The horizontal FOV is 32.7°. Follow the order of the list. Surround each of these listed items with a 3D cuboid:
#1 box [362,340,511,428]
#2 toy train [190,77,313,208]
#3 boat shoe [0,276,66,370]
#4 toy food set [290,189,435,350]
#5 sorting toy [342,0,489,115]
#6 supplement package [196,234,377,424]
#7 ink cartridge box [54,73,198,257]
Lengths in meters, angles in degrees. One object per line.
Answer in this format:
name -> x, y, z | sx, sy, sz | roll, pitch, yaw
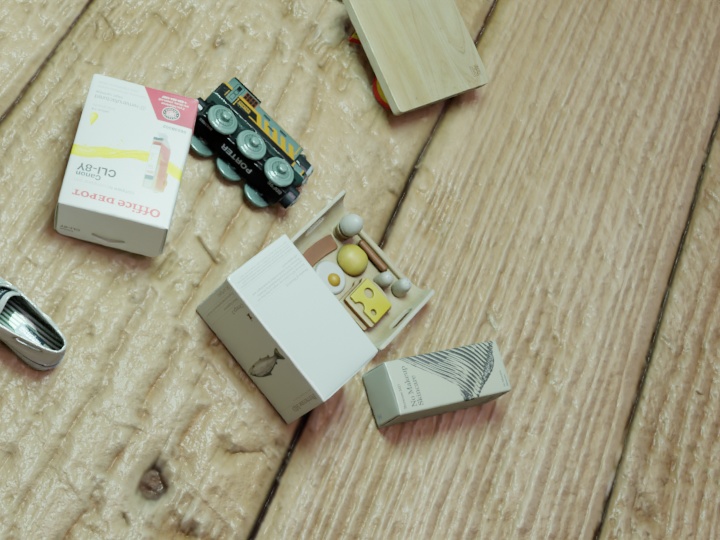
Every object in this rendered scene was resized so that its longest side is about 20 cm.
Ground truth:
box -> 0.109, 0.158, 1.723 | 0.199, 0.068, 0.083 | -10, 74, -34
toy train -> -0.152, -0.178, 1.715 | 0.200, 0.085, 0.114 | 43, 45, -8
boat shoe -> -0.429, 0.038, 1.461 | 0.200, 0.067, 0.074 | 36, 55, -12
toy food set -> 0.000, 0.000, 1.734 | 0.200, 0.060, 0.144 | 47, 54, -4
sorting toy -> 0.075, -0.350, 1.920 | 0.198, 0.070, 0.201 | -23, 88, -36
supplement package -> -0.097, 0.078, 1.609 | 0.200, 0.117, 0.117 | 51, 53, -1
ink cartridge box -> -0.300, -0.136, 1.587 | 0.144, 0.083, 0.201 | 14, 63, -10
